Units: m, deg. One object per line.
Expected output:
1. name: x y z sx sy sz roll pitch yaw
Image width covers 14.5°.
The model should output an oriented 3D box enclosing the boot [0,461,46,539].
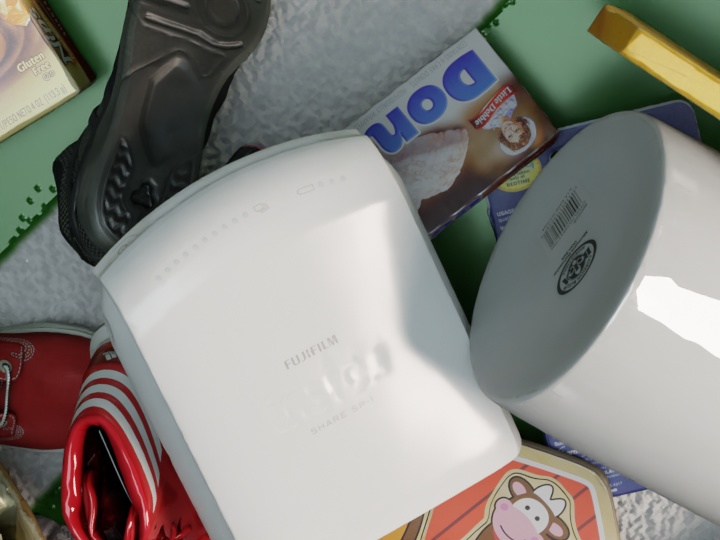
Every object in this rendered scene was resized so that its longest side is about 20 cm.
1. boot: -0.241 0.211 1.481 0.200 0.066 0.175 -30 92 18

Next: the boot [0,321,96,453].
1. boot: -0.208 0.069 1.483 0.199 0.144 0.073 4 98 3

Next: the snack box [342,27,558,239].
1. snack box: 0.003 -0.036 1.457 0.200 0.024 0.072 -38 82 -5

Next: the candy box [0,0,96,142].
1. candy box: -0.257 -0.096 1.503 0.200 0.055 0.116 -30 96 10

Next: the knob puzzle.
1. knob puzzle: 0.054 0.171 1.517 0.219 0.030 0.220 4 107 12

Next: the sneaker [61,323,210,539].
1. sneaker: -0.109 0.134 1.464 0.078 0.116 0.200 -9 123 25

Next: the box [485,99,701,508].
1. box: 0.141 0.016 1.499 0.121 0.032 0.200 -13 100 7

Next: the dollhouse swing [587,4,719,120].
1. dollhouse swing: 0.239 -0.114 1.386 0.182 0.200 0.176 -42 86 10

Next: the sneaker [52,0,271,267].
1. sneaker: -0.110 -0.090 1.483 0.076 0.114 0.200 21 73 -19

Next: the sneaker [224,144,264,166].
1. sneaker: 0.000 0.000 1.494 0.200 0.079 0.096 28 90 -1

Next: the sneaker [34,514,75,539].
1. sneaker: -0.229 0.187 1.548 0.200 0.078 0.112 12 105 14

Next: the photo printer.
1. photo printer: -0.029 0.040 1.399 0.166 0.069 0.200 -28 109 -10

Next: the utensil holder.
1. utensil holder: 0.178 0.036 1.377 0.200 0.170 0.170 27 102 -23
